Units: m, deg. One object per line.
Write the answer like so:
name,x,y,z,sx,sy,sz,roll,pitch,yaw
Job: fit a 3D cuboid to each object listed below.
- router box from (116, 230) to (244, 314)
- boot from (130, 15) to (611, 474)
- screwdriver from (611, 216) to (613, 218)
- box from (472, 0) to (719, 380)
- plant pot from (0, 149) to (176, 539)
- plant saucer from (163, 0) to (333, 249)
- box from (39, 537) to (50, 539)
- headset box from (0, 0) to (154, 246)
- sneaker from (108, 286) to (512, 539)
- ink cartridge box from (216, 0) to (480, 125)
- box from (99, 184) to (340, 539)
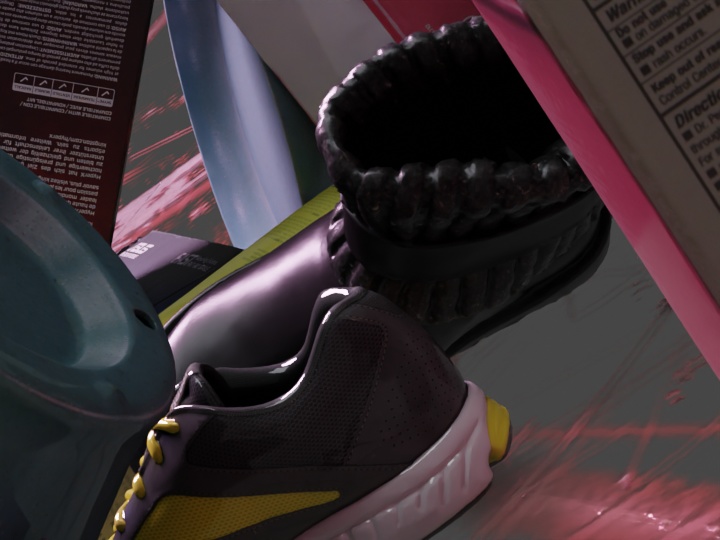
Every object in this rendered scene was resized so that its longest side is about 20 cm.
router box,-0.115,0.052,1.112,0.150,0.062,0.200,-37,13,-12
boot,-0.001,-0.002,0.848,0.211,0.080,0.158,-36,-13,-4
screwdriver,0.125,-0.083,0.915,0.029,0.028,0.200,-11,-38,-53
box,0.112,-0.058,0.617,0.128,0.200,0.109,-34,13,0
plant pot,-0.160,0.058,0.737,0.188,0.200,0.200,-47,9,17
plant saucer,-0.043,-0.064,1.075,0.027,0.201,0.200,-18,9,-13
box,-0.088,0.161,0.575,0.176,0.097,0.200,-39,14,-18
headset box,-0.135,-0.054,1.041,0.149,0.075,0.201,-115,35,-77
sneaker,-0.051,0.077,0.810,0.200,0.085,0.074,-34,12,4
ink cartridge box,0.040,-0.144,1.005,0.085,0.146,0.200,-27,15,51
box,-0.064,0.054,0.954,0.200,0.075,0.050,-38,13,-7
